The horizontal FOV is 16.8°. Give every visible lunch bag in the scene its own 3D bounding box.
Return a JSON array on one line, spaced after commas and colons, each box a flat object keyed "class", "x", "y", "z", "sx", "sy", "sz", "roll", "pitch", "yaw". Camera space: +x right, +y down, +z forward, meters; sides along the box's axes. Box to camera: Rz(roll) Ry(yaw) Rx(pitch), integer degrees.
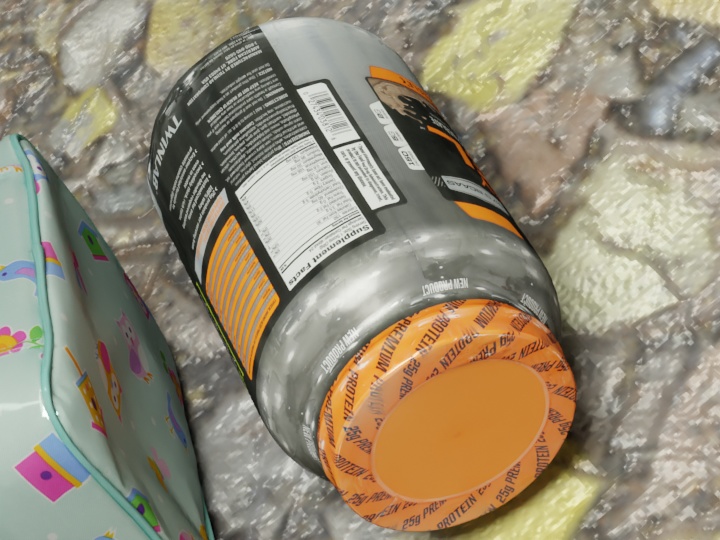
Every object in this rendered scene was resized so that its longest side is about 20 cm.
[{"class": "lunch bag", "x": -0.120, "y": 0.058, "z": 0.958, "sx": 0.077, "sy": 0.160, "sz": 0.200, "roll": -24, "pitch": 40, "yaw": 7}]

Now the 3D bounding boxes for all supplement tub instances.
[{"class": "supplement tub", "x": 0.000, "y": 0.000, "z": 0.950, "sx": 0.122, "sy": 0.123, "sz": 0.200, "roll": -34, "pitch": 45, "yaw": 4}]
